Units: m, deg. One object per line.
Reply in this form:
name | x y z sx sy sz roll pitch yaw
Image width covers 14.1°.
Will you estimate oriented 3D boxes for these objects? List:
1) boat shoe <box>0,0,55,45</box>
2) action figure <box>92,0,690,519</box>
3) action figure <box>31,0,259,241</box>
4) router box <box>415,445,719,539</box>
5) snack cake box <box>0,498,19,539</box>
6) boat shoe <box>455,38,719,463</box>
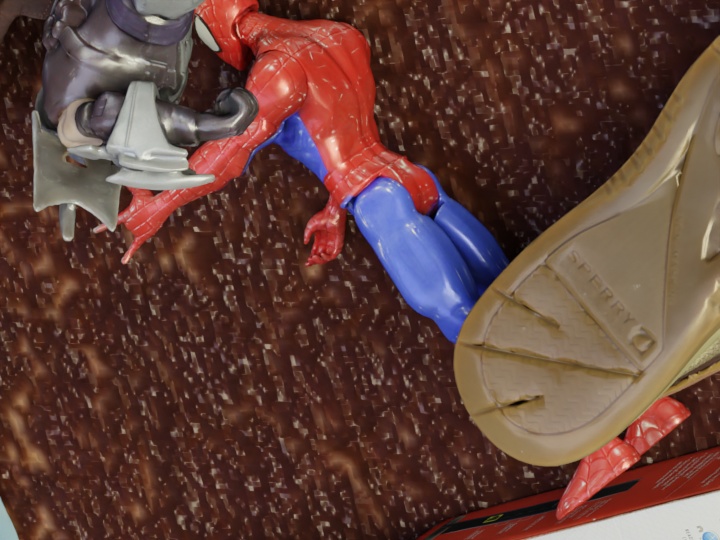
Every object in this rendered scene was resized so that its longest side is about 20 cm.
boat shoe | -0.106 -0.114 0.951 0.072 0.072 0.200 32 123 -17
action figure | 0.000 0.000 0.913 0.099 0.065 0.200 -42 83 33
action figure | -0.055 -0.091 0.839 0.200 0.069 0.130 113 153 -47
router box | 0.120 0.156 0.907 0.179 0.049 0.200 -20 98 42
snack cake box | -0.198 0.101 1.117 0.115 0.067 0.200 -14 102 42
boat shoe | 0.116 -0.020 0.805 0.200 0.072 0.072 -44 74 18
